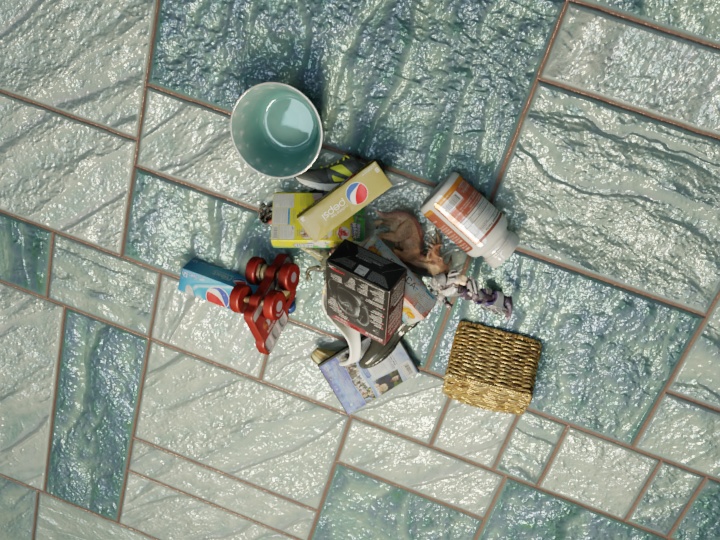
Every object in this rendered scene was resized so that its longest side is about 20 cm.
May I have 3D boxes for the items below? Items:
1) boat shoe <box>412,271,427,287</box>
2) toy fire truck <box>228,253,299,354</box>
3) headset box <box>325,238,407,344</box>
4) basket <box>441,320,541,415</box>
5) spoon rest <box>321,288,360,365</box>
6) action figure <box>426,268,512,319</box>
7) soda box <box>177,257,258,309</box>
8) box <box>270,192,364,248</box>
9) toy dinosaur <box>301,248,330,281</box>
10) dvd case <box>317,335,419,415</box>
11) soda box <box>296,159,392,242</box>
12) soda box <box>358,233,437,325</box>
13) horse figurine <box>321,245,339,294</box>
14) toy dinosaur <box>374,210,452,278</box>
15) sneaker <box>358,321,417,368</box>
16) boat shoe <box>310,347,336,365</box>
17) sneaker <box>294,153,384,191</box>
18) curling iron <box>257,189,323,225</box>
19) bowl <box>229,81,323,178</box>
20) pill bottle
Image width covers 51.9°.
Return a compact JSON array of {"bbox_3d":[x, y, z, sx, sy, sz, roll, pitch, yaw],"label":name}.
[{"bbox_3d":[0.051,0.071,1.630,0.200,0.063,0.073,-25,121,-6],"label":"boat shoe"},{"bbox_3d":[-0.202,0.070,1.689,0.112,0.200,0.168,9,142,21],"label":"toy fire truck"},{"bbox_3d":[0.009,0.052,1.519,0.149,0.077,0.200,26,145,20],"label":"headset box"},{"bbox_3d":[0.298,0.228,1.691,0.200,0.149,0.143,13,148,9],"label":"basket"},{"bbox_3d":[-0.034,0.118,1.676,0.061,0.099,0.200,3,106,57],"label":"spoon rest"},{"bbox_3d":[0.227,0.049,1.568,0.200,0.130,0.069,18,77,-26],"label":"action figure"},{"bbox_3d":[-0.328,0.041,1.768,0.200,0.068,0.064,19,116,6],"label":"soda box"},{"bbox_3d":[-0.090,-0.109,1.605,0.200,0.048,0.118,0,71,2],"label":"box"},{"bbox_3d":[-0.079,-0.012,1.678,0.200,0.047,0.088,20,119,-20],"label":"toy dinosaur"},{"bbox_3d":[0.019,0.229,1.737,0.200,0.018,0.143,-31,97,-1],"label":"dvd case"},{"bbox_3d":[-0.035,-0.143,1.525,0.200,0.068,0.064,-37,102,3],"label":"soda box"},{"bbox_3d":[0.066,0.021,1.555,0.200,0.064,0.068,46,146,-10],"label":"soda box"},{"bbox_3d":[0.000,0.000,1.633,0.200,0.050,0.133,1,119,-30],"label":"horse figurine"},{"bbox_3d":[0.108,-0.072,1.588,0.135,0.086,0.200,-20,117,20],"label":"toy dinosaur"},{"bbox_3d":[0.058,0.138,1.695,0.091,0.076,0.200,41,87,7],"label":"sneaker"},{"bbox_3d":[-0.018,0.220,1.773,0.200,0.072,0.076,24,104,-7],"label":"boat shoe"},{"bbox_3d":[-0.042,-0.211,1.586,0.200,0.074,0.085,6,100,-5],"label":"sneaker"},{"bbox_3d":[-0.149,-0.154,1.661,0.200,0.026,0.050,-22,108,21],"label":"curling iron"},{"bbox_3d":[-0.163,-0.303,1.557,0.201,0.105,0.201,5,114,12],"label":"bowl"},{"bbox_3d":[0.230,-0.101,1.539,0.200,0.112,0.112,42,116,-6],"label":"pill bottle"}]
